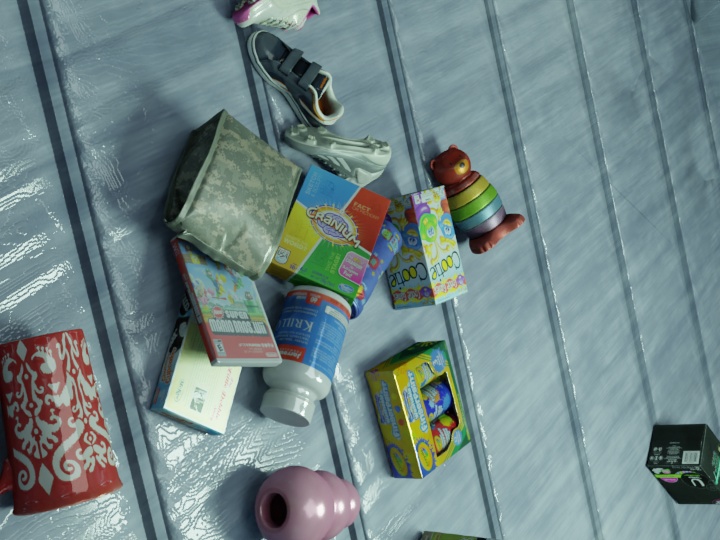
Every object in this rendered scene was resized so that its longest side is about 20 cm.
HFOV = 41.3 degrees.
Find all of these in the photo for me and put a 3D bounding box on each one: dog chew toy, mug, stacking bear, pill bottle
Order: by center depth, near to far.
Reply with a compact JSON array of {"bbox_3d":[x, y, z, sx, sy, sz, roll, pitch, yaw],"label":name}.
[{"bbox_3d":[-0.387,0.183,1.151,0.176,0.132,0.203,-8,86,-50],"label":"mug"},{"bbox_3d":[-0.072,0.366,1.480,0.199,0.123,0.127,14,73,-54],"label":"dog chew toy"},{"bbox_3d":[-0.090,0.136,1.498,0.112,0.111,0.202,37,57,-37],"label":"pill bottle"},{"bbox_3d":[0.214,-0.149,1.888,0.121,0.114,0.201,-36,101,-13],"label":"stacking bear"}]

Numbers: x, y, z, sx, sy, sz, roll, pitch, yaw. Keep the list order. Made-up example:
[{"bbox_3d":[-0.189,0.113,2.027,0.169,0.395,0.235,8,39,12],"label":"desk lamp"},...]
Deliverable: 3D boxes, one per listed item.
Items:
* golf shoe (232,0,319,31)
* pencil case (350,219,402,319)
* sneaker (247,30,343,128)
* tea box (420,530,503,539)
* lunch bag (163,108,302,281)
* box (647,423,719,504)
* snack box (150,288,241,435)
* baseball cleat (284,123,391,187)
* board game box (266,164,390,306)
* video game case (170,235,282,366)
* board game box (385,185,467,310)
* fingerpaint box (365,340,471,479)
[{"bbox_3d":[-0.131,-0.432,1.580,0.200,0.075,0.092,-44,118,-41],"label":"golf shoe"},{"bbox_3d":[0.000,0.000,1.646,0.078,0.087,0.201,39,51,-7],"label":"pencil case"},{"bbox_3d":[-0.101,-0.324,1.590,0.200,0.079,0.079,48,53,-30],"label":"sneaker"},{"bbox_3d":[0.209,0.578,1.690,0.201,0.195,0.134,52,51,-29],"label":"tea box"},{"bbox_3d":[-0.195,-0.100,1.409,0.163,0.117,0.202,35,53,-29],"label":"lunch bag"},{"bbox_3d":[0.851,0.499,2.452,0.200,0.147,0.125,46,52,-33],"label":"box"},{"bbox_3d":[-0.227,0.127,1.402,0.116,0.037,0.203,33,60,-39],"label":"snack box"},{"bbox_3d":[-0.044,-0.188,1.635,0.197,0.107,0.070,7,38,-21],"label":"baseball cleat"},{"bbox_3d":[-0.051,-0.058,1.570,0.151,0.040,0.202,23,61,-5],"label":"board game box"},{"bbox_3d":[-0.195,0.047,1.397,0.142,0.017,0.202,8,54,-55],"label":"video game case"},{"bbox_3d":[0.108,-0.041,1.752,0.102,0.104,0.203,-18,96,-47],"label":"board game box"},{"bbox_3d":[0.108,0.249,1.726,0.166,0.073,0.203,-23,100,-47],"label":"fingerpaint box"}]
